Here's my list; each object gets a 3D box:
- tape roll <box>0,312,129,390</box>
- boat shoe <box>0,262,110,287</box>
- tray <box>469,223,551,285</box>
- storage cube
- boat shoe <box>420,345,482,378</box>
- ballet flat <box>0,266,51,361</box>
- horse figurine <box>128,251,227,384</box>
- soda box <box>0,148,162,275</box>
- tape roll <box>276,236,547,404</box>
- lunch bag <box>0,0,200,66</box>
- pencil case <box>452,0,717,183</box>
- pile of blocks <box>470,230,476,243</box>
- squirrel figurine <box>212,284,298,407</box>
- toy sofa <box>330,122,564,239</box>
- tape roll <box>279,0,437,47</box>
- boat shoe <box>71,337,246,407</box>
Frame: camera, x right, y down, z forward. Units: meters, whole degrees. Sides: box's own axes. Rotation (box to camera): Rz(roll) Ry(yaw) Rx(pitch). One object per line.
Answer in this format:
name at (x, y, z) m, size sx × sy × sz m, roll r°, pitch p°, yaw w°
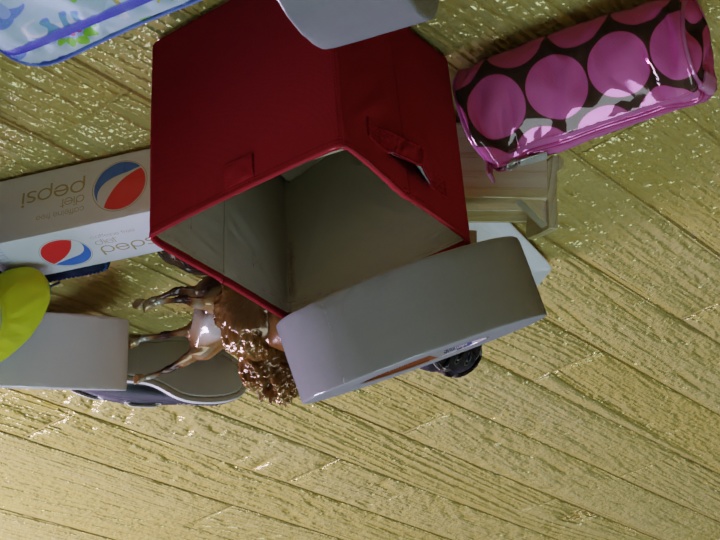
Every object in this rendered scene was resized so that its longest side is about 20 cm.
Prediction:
tape roll at (-0.323, 0.078, 1.324) m, size 0.201 × 0.071 × 0.202 m, roll 1°, pitch 175°, yaw 0°
boat shoe at (-0.327, 0.006, 1.278) m, size 0.199 × 0.069 × 0.084 m, roll -8°, pitch 149°, yaw 6°
tray at (0.103, -0.009, 1.322) m, size 0.107 × 0.022 × 0.200 m, roll -49°, pitch 139°, yaw 2°
storage cube at (-0.042, -0.096, 1.038) m, size 0.199 × 0.180 × 0.171 m, roll -22°, pitch 145°, yaw 29°
boat shoe at (0.080, 0.062, 1.264) m, size 0.065 × 0.072 × 0.200 m, roll 10°, pitch 171°, yaw 9°
ballet flat at (-0.356, 0.064, 1.195) m, size 0.200 × 0.067 × 0.067 m, roll -33°, pitch 171°, yaw 14°
horse figurine at (-0.161, 0.043, 1.366) m, size 0.132 × 0.050 × 0.200 m, roll -15°, pitch 146°, yaw -24°
soda box at (-0.226, -0.051, 1.197) m, size 0.199 × 0.068 × 0.064 m, roll -11°, pitch 149°, yaw 11°
tape roll at (0.039, 0.039, 1.062) m, size 0.199 × 0.066 × 0.200 m, roll -19°, pitch 172°, yaw -3°
lunch bag at (-0.189, -0.220, 0.910) m, size 0.199 × 0.083 × 0.161 m, roll -16°, pitch 150°, yaw 21°
pencil case at (0.177, -0.142, 1.074) m, size 0.199 × 0.094 × 0.091 m, roll -20°, pitch 150°, yaw 23°
pile of blocks at (0.000, 0.000, 1.179) m, size 0.199 × 0.062 × 0.082 m, roll -3°, pitch 173°, yaw 20°
squirrel figurine at (-0.035, 0.044, 1.331) m, size 0.199 × 0.142 × 0.187 m, roll -24°, pitch 159°, yaw 16°
toy sofa at (0.069, -0.079, 1.195) m, size 0.199 × 0.098 × 0.083 m, roll 0°, pitch 174°, yaw -7°
tape roll at (-0.017, -0.231, 0.779) m, size 0.066 × 0.201 × 0.200 m, roll -14°, pitch 148°, yaw 15°
boat shoe at (-0.221, 0.113, 1.468) m, size 0.199 × 0.074 × 0.060 m, roll 6°, pitch 148°, yaw -11°
